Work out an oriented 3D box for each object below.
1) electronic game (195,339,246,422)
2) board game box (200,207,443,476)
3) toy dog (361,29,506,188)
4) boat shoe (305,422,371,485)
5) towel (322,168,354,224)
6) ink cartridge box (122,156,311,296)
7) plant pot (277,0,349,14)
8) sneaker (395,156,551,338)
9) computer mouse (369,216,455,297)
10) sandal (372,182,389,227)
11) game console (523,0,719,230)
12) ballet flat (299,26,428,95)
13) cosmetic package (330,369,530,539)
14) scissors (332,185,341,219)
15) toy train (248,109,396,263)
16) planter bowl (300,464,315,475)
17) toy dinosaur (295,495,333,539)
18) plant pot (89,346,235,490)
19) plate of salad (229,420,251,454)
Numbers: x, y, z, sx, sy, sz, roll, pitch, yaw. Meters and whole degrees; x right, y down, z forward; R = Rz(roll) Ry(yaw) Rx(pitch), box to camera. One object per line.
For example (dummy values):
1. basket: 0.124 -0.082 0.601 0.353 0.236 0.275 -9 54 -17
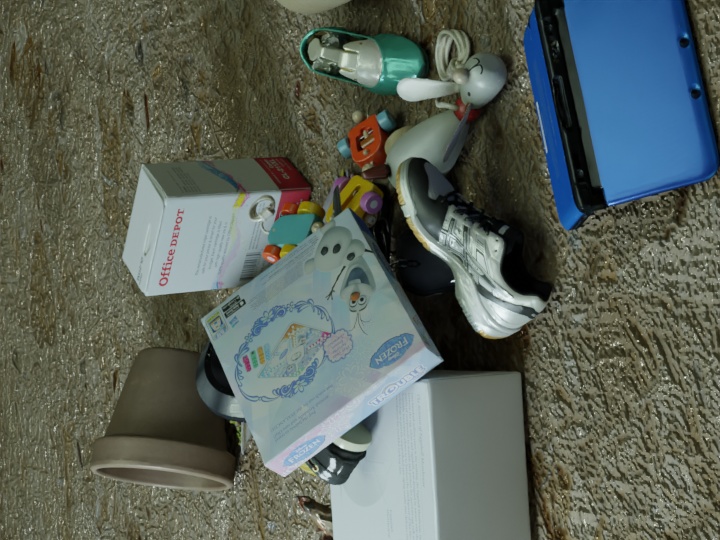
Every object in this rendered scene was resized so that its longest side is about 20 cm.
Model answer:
1. electronic game: -0.102 0.099 1.702 0.200 0.200 0.042 38 161 49
2. board game box: -0.043 0.070 1.447 0.200 0.043 0.199 -37 51 10
3. toy dog: 0.065 -0.143 1.469 0.132 0.096 0.200 47 132 44
4. boat shoe: -0.062 0.140 1.507 0.201 0.074 0.063 50 122 41
5. towel: -0.033 -0.004 1.650 0.200 0.023 0.144 -93 22 -44
6. ink cartridge box: -0.178 -0.057 1.771 0.083 0.200 0.146 51 134 41
7. plant pot: -0.039 -0.363 1.553 0.200 0.187 0.188 136 123 -68
8. sneaker: 0.115 -0.035 1.405 0.088 0.076 0.200 -32 93 37
9. computer mouse: 0.063 0.019 1.525 0.200 0.046 0.141 8 101 51
10. sandal: 0.000 0.000 1.641 0.075 0.045 0.201 13 106 56
11. game console: 0.226 -0.152 1.286 0.171 0.118 0.201 89 171 -82
12. ballet flat: -0.006 -0.232 1.595 0.200 0.070 0.068 23 113 54
13. cosmetic package: 0.068 0.205 1.487 0.200 0.123 0.200 -4 88 60
14. scissors: -0.017 0.014 1.511 0.073 0.014 0.201 12 90 33
15. toy train: -0.027 -0.081 1.593 0.200 0.056 0.150 -36 40 17
16. planter bowl: -0.076 0.164 1.752 0.200 0.083 0.201 14 107 57
17. toy dinosaur: 0.002 0.348 1.663 0.136 0.086 0.200 26 133 65
18. plant pot: -0.260 0.203 1.984 0.200 0.200 0.175 -21 58 57
19. plate of salad: -0.159 0.136 1.851 0.200 0.048 0.201 180 90 -85
